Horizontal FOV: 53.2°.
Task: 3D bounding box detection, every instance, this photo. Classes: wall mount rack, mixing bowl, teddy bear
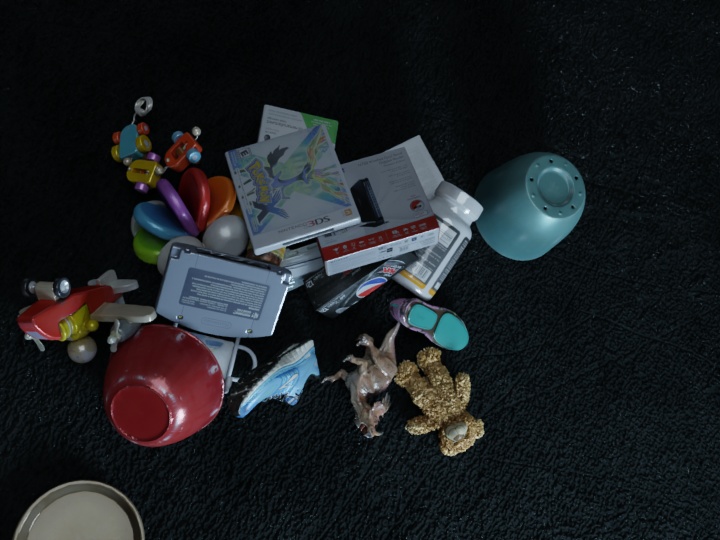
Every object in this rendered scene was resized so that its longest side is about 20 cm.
[{"bbox_3d":[-0.263,0.111,1.229,0.198,0.075,0.176,15,72,-12],"label":"wall mount rack"},{"bbox_3d":[-0.323,0.197,1.124,0.197,0.109,0.203,2,108,6],"label":"mixing bowl"},{"bbox_3d":[0.144,0.239,1.309,0.143,0.067,0.203,-12,80,-14],"label":"teddy bear"}]

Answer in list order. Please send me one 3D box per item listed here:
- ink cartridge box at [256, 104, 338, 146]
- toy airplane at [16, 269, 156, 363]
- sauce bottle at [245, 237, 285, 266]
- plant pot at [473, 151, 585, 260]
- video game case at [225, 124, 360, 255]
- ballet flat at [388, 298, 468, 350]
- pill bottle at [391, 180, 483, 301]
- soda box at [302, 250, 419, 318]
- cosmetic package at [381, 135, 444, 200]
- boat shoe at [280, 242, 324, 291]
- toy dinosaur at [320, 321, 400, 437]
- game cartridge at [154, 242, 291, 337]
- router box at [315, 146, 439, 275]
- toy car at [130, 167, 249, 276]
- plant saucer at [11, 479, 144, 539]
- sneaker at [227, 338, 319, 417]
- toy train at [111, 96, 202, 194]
[{"bbox_3d":[-0.127,-0.184,1.327,0.144,0.084,0.203,10,76,-11],"label":"ink cartridge box"},{"bbox_3d":[-0.441,0.075,1.147,0.197,0.199,0.143,-4,94,-26],"label":"toy airplane"},{"bbox_3d":[-0.144,-0.103,1.227,0.065,0.066,0.203,15,75,-11],"label":"sauce bottle"},{"bbox_3d":[0.342,-0.136,1.398,0.198,0.161,0.203,3,77,-14],"label":"plant pot"},{"bbox_3d":[-0.115,-0.139,1.194,0.180,0.022,0.202,-17,64,-7],"label":"video game case"},{"bbox_3d":[0.124,0.091,1.325,0.199,0.071,0.070,27,91,-43],"label":"ballet flat"},{"bbox_3d":[0.132,-0.055,1.320,0.116,0.116,0.201,34,91,-4],"label":"pill bottle"},{"bbox_3d":[0.000,0.000,1.269,0.199,0.063,0.071,-35,61,15],"label":"soda box"},{"bbox_3d":[0.064,-0.150,1.387,0.198,0.052,0.152,-28,84,-19],"label":"cosmetic package"},{"bbox_3d":[-0.131,-0.005,1.301,0.198,0.074,0.067,-14,66,-27],"label":"boat shoe"},{"bbox_3d":[0.025,0.192,1.282,0.135,0.086,0.200,42,66,-2],"label":"toy dinosaur"},{"bbox_3d":[-0.223,0.039,1.162,0.198,0.042,0.134,14,114,-21],"label":"game cartridge"},{"bbox_3d":[0.011,-0.103,1.216,0.198,0.049,0.181,-17,61,-7],"label":"router box"},{"bbox_3d":[-0.292,-0.093,1.202,0.199,0.151,0.175,-28,50,-21],"label":"toy car"},{"bbox_3d":[-0.442,0.434,1.131,0.197,0.029,0.203,4,76,-14],"label":"plant saucer"},{"bbox_3d":[-0.135,0.196,1.220,0.199,0.078,0.091,-32,101,-42],"label":"sneaker"},{"bbox_3d":[-0.348,-0.210,1.248,0.151,0.056,0.200,-49,57,2],"label":"toy train"}]
